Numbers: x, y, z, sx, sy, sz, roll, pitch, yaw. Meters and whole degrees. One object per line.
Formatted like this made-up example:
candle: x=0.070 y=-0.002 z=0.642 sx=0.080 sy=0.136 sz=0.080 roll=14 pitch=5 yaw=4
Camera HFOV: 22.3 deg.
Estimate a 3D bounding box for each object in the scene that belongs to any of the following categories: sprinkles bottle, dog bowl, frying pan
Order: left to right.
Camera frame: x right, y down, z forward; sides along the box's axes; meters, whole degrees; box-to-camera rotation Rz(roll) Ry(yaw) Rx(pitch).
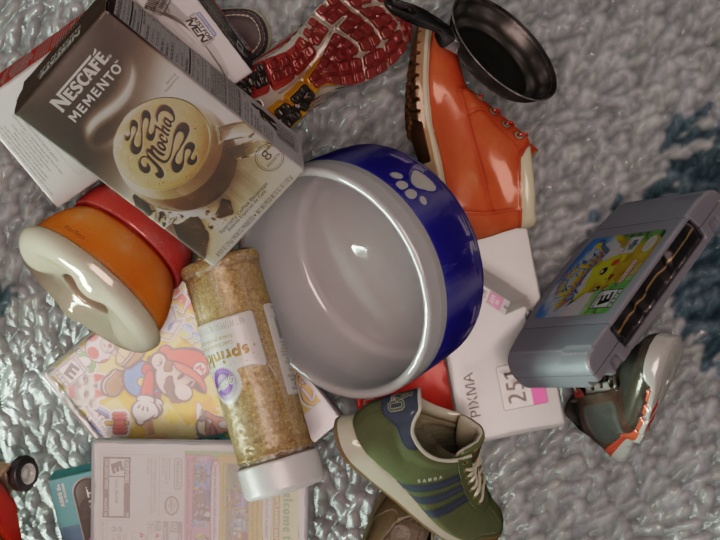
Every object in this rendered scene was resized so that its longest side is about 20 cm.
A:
sprinkles bottle: x=-0.088 y=0.085 z=1.490 sx=0.068 sy=0.068 sz=0.200 roll=-17 pitch=85 yaw=0
dog bowl: x=0.000 y=0.000 z=1.502 sx=0.200 sy=0.079 sz=0.200 roll=18 pitch=120 yaw=34
frying pan: x=0.096 y=-0.177 z=1.507 sx=0.031 sy=0.190 sz=0.115 roll=-44 pitch=75 yaw=34

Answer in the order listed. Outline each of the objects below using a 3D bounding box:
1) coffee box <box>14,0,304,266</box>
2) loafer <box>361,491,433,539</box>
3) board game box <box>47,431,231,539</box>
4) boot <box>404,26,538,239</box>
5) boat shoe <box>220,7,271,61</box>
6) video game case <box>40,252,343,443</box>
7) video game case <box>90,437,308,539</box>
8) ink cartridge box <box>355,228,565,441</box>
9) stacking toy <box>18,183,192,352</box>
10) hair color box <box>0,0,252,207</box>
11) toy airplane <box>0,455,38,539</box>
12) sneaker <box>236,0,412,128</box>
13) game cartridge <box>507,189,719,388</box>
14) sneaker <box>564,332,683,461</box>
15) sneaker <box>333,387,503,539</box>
coffee box: x=-0.155 y=-0.113 z=1.430 sx=0.200 sy=0.080 sz=0.113 roll=38 pitch=107 yaw=-20
loafer: x=0.017 y=0.281 z=1.583 sx=0.076 sy=0.067 sz=0.200 roll=13 pitch=94 yaw=-2
board game box: x=-0.151 y=0.225 z=1.566 sx=0.200 sy=0.047 sz=0.151 roll=-13 pitch=95 yaw=-1
boot: x=0.093 y=-0.121 z=1.544 sx=0.107 sy=0.075 sz=0.200 roll=-7 pitch=79 yaw=-5
boat shoe: x=-0.172 y=-0.172 z=1.548 sx=0.200 sy=0.065 sz=0.072 roll=-16 pitch=94 yaw=0
video game case: x=-0.146 y=0.109 z=1.591 sx=0.182 sy=0.023 sz=0.200 roll=-39 pitch=94 yaw=2
video game case: x=-0.135 y=0.241 z=1.533 sx=0.182 sy=0.022 sz=0.200 roll=1 pitch=93 yaw=-1
ink cartridge box: x=0.072 y=0.052 z=1.581 sx=0.174 sy=0.044 sz=0.200 roll=-11 pitch=94 yaw=-1
stacking toy: x=-0.174 y=-0.043 z=1.535 sx=0.146 sy=0.146 sz=0.200 roll=41 pitch=71 yaw=-3
hair color box: x=-0.199 y=-0.156 z=1.485 sx=0.200 sy=0.064 sz=0.111 roll=-33 pitch=112 yaw=11
toy airplane: x=-0.325 y=0.262 z=1.529 sx=0.199 sy=0.141 sz=0.200 roll=44 pitch=123 yaw=11
sneaker: x=-0.045 y=-0.176 z=1.547 sx=0.200 sy=0.082 sz=0.078 roll=-32 pitch=99 yaw=-16
game cartridge: x=0.207 y=0.014 z=1.516 sx=0.040 sy=0.133 sz=0.200 roll=45 pitch=67 yaw=-15
sneaker: x=0.208 y=0.100 z=1.518 sx=0.082 sy=0.200 sz=0.077 roll=28 pitch=64 yaw=8
sneaker: x=0.075 y=0.164 z=1.530 sx=0.090 sy=0.067 sz=0.200 roll=-33 pitch=127 yaw=27
